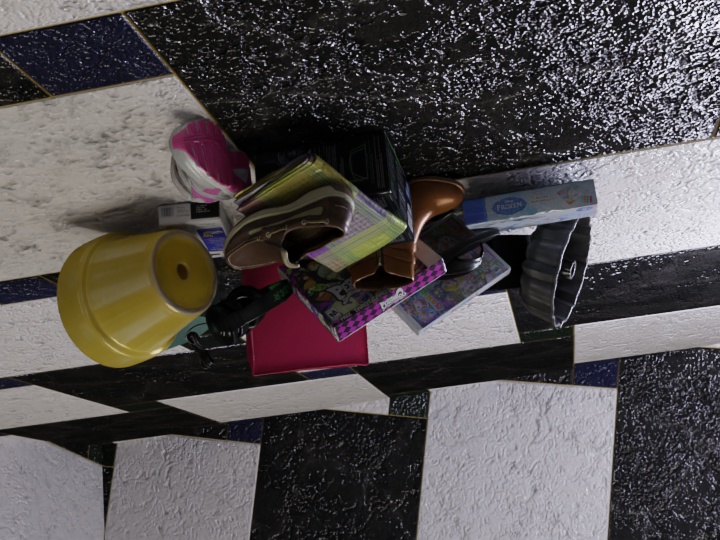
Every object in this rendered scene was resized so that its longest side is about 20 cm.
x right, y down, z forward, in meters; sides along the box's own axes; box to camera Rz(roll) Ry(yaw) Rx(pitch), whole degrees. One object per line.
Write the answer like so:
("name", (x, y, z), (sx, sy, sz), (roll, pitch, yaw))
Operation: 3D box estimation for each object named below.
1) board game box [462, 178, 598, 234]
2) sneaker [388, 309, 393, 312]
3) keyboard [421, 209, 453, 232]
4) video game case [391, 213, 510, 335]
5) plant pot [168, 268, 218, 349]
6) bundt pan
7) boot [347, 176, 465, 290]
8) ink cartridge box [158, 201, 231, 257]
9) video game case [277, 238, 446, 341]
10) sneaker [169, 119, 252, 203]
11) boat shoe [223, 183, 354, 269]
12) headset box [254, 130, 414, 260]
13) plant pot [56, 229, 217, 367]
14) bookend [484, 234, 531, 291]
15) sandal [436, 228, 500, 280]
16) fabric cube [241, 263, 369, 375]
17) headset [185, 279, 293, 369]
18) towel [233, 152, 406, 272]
("board game box", (0.268, -0.096, 1.679), (0.196, 0.044, 0.200), (-8, 176, 11))
("sneaker", (0.062, 0.029, 1.797), (0.077, 0.101, 0.200), (-12, -156, -25))
("keyboard", (0.061, -0.070, 1.808), (0.126, 0.021, 0.200), (1, 163, -25))
("video game case", (0.120, 0.003, 1.717), (0.199, 0.143, 0.018), (-32, 152, -24))
("plant pot", (-0.337, 0.052, 1.842), (0.198, 0.143, 0.140), (-14, 164, 40))
("bundt pan", (0.327, -0.010, 1.833), (0.075, 0.204, 0.202), (16, 174, 24))
("boot", (0.066, -0.053, 1.580), (0.197, 0.157, 0.077), (-9, 141, 0))
("ink cartridge box", (-0.252, -0.060, 1.693), (0.093, 0.038, 0.200), (-5, 163, 0))
("video game case", (0.000, 0.000, 1.631), (0.199, 0.181, 0.036), (-31, 132, -14))
("sneaker", (-0.205, -0.127, 1.373), (0.087, 0.082, 0.200), (-11, 164, 11))
("boat shoe", (-0.097, -0.039, 1.357), (0.201, 0.076, 0.074), (-27, 137, 31))
("headset box", (-0.039, -0.097, 1.490), (0.197, 0.094, 0.174), (-10, 157, 12))
("plant pot", (-0.322, 0.027, 1.623), (0.188, 0.203, 0.200), (-20, 160, 37))
("bookend", (0.184, -0.009, 1.889), (0.198, 0.093, 0.198), (-4, 180, 30))
("sandal", (0.135, -0.004, 1.676), (0.199, 0.048, 0.075), (-29, 175, -12))
("fabric cube", (-0.097, 0.062, 1.802), (0.193, 0.203, 0.199), (-4, -178, -8))
("headset", (-0.183, 0.080, 1.641), (0.198, 0.095, 0.123), (-24, -172, 27))
("towel", (-0.050, -0.073, 1.395), (0.143, 0.023, 0.199), (-29, 136, 31))
